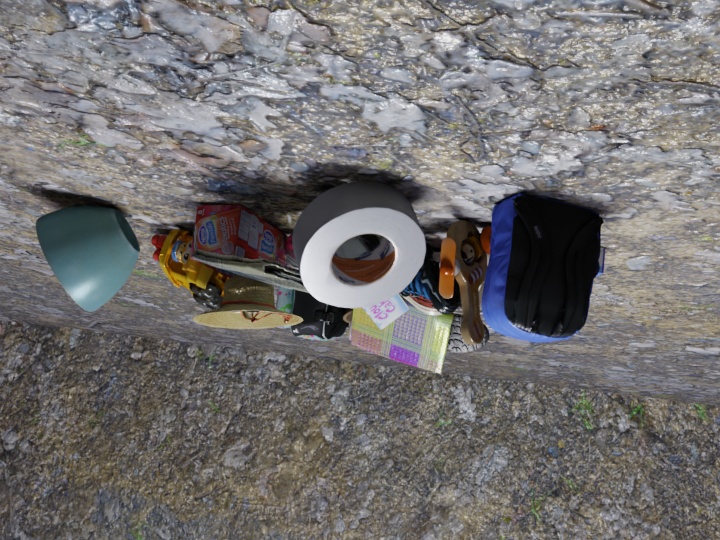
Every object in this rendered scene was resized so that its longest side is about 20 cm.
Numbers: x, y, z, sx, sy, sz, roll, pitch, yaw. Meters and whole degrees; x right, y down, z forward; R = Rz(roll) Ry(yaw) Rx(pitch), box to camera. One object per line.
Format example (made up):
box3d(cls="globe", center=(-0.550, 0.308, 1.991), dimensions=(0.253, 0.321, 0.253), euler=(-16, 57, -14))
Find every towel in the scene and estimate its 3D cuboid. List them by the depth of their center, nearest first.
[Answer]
box3d(cls="towel", center=(-0.150, 0.000, 1.564), dimensions=(0.199, 0.035, 0.192), euler=(10, 173, 43))
box3d(cls="towel", center=(0.070, 0.106, 1.767), dimensions=(0.198, 0.145, 0.023), euler=(18, -144, 14))

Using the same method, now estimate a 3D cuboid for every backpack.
box3d(cls="backpack", center=(0.267, 0.009, 1.431), dimensions=(0.160, 0.203, 0.168), euler=(9, 168, -11))
box3d(cls="backpack", center=(-0.085, 0.054, 1.926), dimensions=(0.149, 0.180, 0.200), euler=(6, 179, 20))

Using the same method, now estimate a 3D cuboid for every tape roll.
box3d(cls="tape roll", center=(-0.002, -0.037, 1.447), dimensions=(0.198, 0.067, 0.202), euler=(-9, 133, -9))

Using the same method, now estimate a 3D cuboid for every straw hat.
box3d(cls="straw hat", center=(-0.202, 0.049, 1.716), dimensions=(0.198, 0.086, 0.201), euler=(0, 168, 0))

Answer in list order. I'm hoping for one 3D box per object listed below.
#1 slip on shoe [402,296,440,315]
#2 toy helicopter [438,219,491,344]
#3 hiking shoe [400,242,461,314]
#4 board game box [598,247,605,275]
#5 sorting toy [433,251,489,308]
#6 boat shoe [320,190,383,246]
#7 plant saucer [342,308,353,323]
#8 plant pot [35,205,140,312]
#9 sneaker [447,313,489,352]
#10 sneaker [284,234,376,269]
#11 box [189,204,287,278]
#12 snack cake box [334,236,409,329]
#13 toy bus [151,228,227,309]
box3d(cls="slip on shoe", center=(0.088, 0.014, 1.733), dimensions=(0.073, 0.062, 0.199), euler=(-10, -151, -36))
box3d(cls="toy helicopter", center=(0.170, 0.018, 1.531), dimensions=(0.078, 0.203, 0.132), euler=(-10, 170, 37))
box3d(cls="hiking shoe", center=(0.109, 0.021, 1.628), dimensions=(0.074, 0.087, 0.201), euler=(15, -152, -32))
box3d(cls="board game box", center=(0.333, -0.007, 1.682), dimensions=(0.133, 0.045, 0.200), euler=(9, 168, -6))
box3d(cls="sorting toy", center=(0.151, 0.005, 1.798), dimensions=(0.178, 0.108, 0.200), euler=(25, 171, 13))
box3d(cls="boat shoe", center=(0.013, -0.082, 1.523), dimensions=(0.057, 0.067, 0.199), euler=(23, 176, 45))
box3d(cls="plant saucer", center=(0.061, 0.070, 1.872), dimensions=(0.197, 0.030, 0.200), euler=(-8, 166, -2))
box3d(cls="plant pot", center=(-0.496, -0.043, 1.787), dimensions=(0.134, 0.202, 0.200), euler=(-28, 165, 0))
box3d(cls="sneaker", center=(0.152, 0.098, 1.801), dimensions=(0.198, 0.077, 0.088), euler=(5, -156, 21))
box3d(cls="sneaker", center=(-0.048, -0.030, 1.765), dimensions=(0.197, 0.081, 0.075), euler=(-4, 135, 15))
box3d(cls="box", center=(-0.218, -0.044, 1.736), dimensions=(0.094, 0.101, 0.200), euler=(2, 167, 22))
box3d(cls="snack cake box", center=(0.000, 0.000, 1.629), dimensions=(0.067, 0.115, 0.200), euler=(-36, 140, 2))
box3d(cls="toy bus", center=(-0.338, -0.024, 1.893), dimensions=(0.190, 0.137, 0.200), euler=(23, 167, 6))
